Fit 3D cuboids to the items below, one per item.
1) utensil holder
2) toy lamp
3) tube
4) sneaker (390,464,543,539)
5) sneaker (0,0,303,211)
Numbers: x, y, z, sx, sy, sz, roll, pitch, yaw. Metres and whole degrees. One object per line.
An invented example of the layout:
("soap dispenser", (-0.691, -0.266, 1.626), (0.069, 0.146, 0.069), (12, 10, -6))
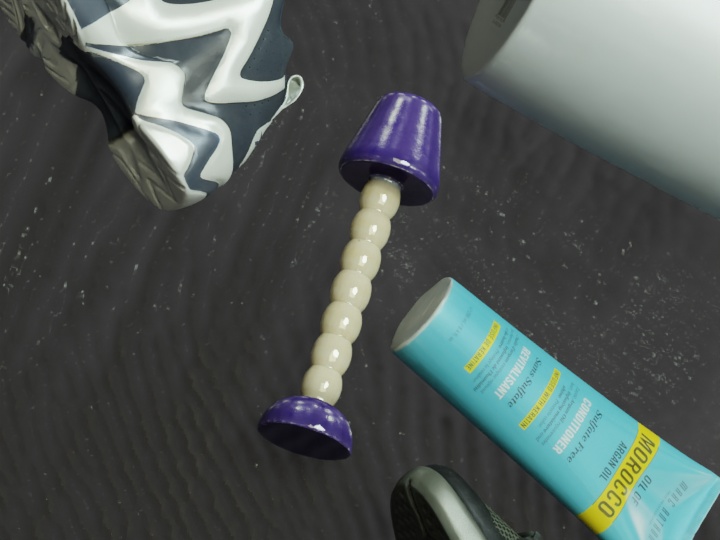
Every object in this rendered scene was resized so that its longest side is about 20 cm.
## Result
("utensil holder", (0.178, -0.130, 1.570), (0.200, 0.170, 0.170), (27, 67, -10))
("toy lamp", (0.000, 0.000, 1.525), (0.058, 0.058, 0.201), (21, 70, -14))
("tube", (0.106, 0.085, 1.551), (0.200, 0.050, 0.078), (39, 72, -13))
("sneaker", (0.102, 0.168, 1.508), (0.114, 0.076, 0.200), (-40, 95, -27))
("sneaker", (-0.105, -0.145, 1.513), (0.129, 0.079, 0.199), (-38, 91, -27))
